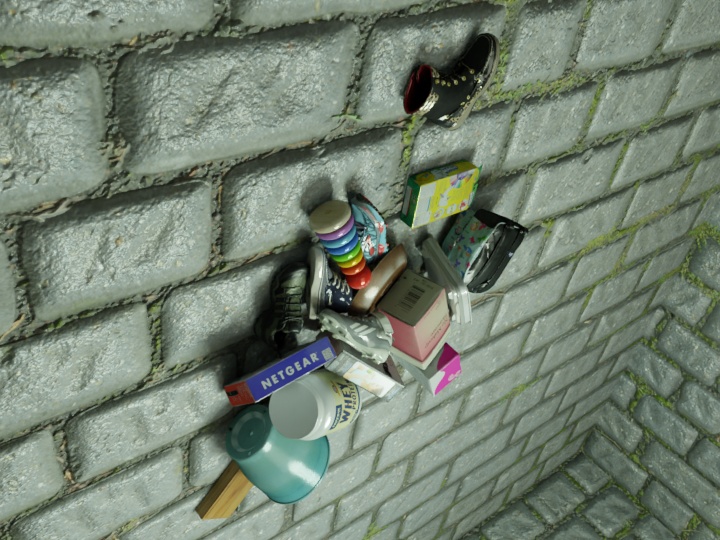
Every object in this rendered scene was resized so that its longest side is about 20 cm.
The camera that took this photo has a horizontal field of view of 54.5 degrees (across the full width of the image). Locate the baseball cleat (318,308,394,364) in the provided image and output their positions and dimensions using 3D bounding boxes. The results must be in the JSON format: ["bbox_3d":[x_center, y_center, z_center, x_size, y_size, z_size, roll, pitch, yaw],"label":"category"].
[{"bbox_3d":[-0.006,0.117,1.495,0.200,0.070,0.107,42,64,-34],"label":"baseball cleat"}]

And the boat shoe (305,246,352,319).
[{"bbox_3d":[-0.062,0.021,1.444,0.093,0.075,0.200,-6,142,-13],"label":"boat shoe"}]

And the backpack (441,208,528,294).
[{"bbox_3d":[0.290,-0.047,1.708,0.177,0.150,0.200,8,109,-50],"label":"backpack"}]

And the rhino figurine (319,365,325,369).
[{"bbox_3d":[-0.041,0.199,1.677,0.087,0.060,0.200,-3,125,-49],"label":"rhino figurine"}]

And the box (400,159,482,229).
[{"bbox_3d":[0.185,-0.175,1.559,0.200,0.048,0.118,-19,136,-32],"label":"box"}]

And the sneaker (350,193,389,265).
[{"bbox_3d":[0.003,-0.070,1.438,0.095,0.079,0.200,-34,144,-15],"label":"sneaker"}]

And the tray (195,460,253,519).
[{"bbox_3d":[-0.312,0.532,1.738,0.200,0.037,0.099,-54,146,8],"label":"tray"}]

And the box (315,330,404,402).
[{"bbox_3d":[-0.001,0.206,1.583,0.200,0.117,0.060,35,106,-31],"label":"box"}]

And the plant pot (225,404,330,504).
[{"bbox_3d":[-0.201,0.407,1.605,0.200,0.200,0.188,-45,132,-3],"label":"plant pot"}]

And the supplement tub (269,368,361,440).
[{"bbox_3d":[-0.099,0.296,1.557,0.145,0.145,0.200,-57,158,14],"label":"supplement tub"}]

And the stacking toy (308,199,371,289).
[{"bbox_3d":[-0.027,-0.041,1.388,0.085,0.085,0.200,-38,129,-13],"label":"stacking toy"}]

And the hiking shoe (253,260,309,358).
[{"bbox_3d":[-0.139,0.078,1.409,0.076,0.101,0.200,-1,125,-45],"label":"hiking shoe"}]

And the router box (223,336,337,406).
[{"bbox_3d":[-0.172,0.213,1.469,0.200,0.049,0.179,-27,180,-27],"label":"router box"}]

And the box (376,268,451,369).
[{"bbox_3d":[0.130,0.117,1.635,0.128,0.109,0.200,-50,149,-22],"label":"box"}]

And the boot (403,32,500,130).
[{"bbox_3d":[0.172,-0.367,1.334,0.150,0.073,0.200,-1,131,-47],"label":"boot"}]

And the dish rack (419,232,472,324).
[{"bbox_3d":[0.196,0.027,1.648,0.043,0.200,0.172,-25,143,-7],"label":"dish rack"}]

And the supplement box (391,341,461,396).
[{"bbox_3d":[0.149,0.201,1.759,0.101,0.200,0.103,-37,145,-14],"label":"supplement box"}]

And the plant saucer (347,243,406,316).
[{"bbox_3d":[0.046,0.030,1.554,0.200,0.037,0.200,-51,170,-12],"label":"plant saucer"}]

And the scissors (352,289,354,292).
[{"bbox_3d":[0.000,0.000,1.566,0.200,0.014,0.073,-47,144,-2],"label":"scissors"}]
